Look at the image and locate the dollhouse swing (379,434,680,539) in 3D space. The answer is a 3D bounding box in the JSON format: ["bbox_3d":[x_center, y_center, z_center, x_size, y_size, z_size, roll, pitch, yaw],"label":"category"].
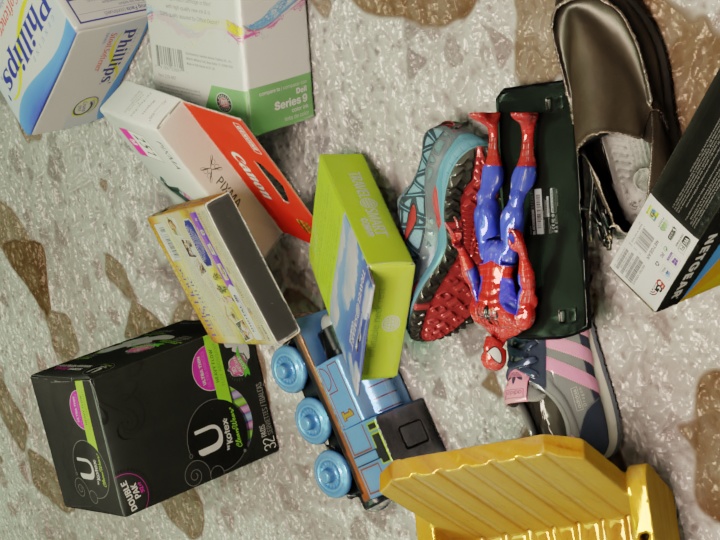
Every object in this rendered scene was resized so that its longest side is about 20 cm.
[{"bbox_3d":[0.127,0.230,1.256,0.200,0.176,0.182,-12,76,25],"label":"dollhouse swing"}]

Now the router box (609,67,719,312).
[{"bbox_3d":[0.261,-0.075,1.051,0.051,0.149,0.200,48,137,26],"label":"router box"}]

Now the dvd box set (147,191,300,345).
[{"bbox_3d":[-0.133,0.002,1.547,0.147,0.029,0.200,63,159,-8],"label":"dvd box set"}]

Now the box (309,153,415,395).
[{"bbox_3d":[0.000,0.000,1.413,0.200,0.048,0.122,-112,24,-52],"label":"box"}]

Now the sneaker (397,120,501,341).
[{"bbox_3d":[0.072,-0.035,1.377,0.096,0.079,0.200,53,138,47],"label":"sneaker"}]

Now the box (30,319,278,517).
[{"bbox_3d":[-0.209,0.147,1.677,0.124,0.200,0.149,-2,104,51],"label":"box"}]

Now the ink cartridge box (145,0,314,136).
[{"bbox_3d":[-0.124,-0.237,1.499,0.145,0.087,0.201,17,121,45],"label":"ink cartridge box"}]

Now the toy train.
[{"bbox_3d":[-0.004,0.123,1.517,0.114,0.087,0.200,-30,79,43],"label":"toy train"}]

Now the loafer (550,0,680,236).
[{"bbox_3d":[0.187,-0.114,1.177,0.073,0.071,0.200,-19,95,34],"label":"loafer"}]

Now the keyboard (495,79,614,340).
[{"bbox_3d":[0.160,-0.047,1.271,0.104,0.040,0.201,-2,92,41],"label":"keyboard"}]

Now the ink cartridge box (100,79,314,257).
[{"bbox_3d":[-0.130,-0.082,1.527,0.173,0.044,0.200,23,158,44],"label":"ink cartridge box"}]

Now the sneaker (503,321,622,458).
[{"bbox_3d":[0.144,0.068,1.309,0.070,0.082,0.200,-23,87,53],"label":"sneaker"}]

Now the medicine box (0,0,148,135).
[{"bbox_3d":[-0.328,-0.279,1.716,0.200,0.103,0.182,57,140,17],"label":"medicine box"}]

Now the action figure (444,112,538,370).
[{"bbox_3d":[0.106,-0.022,1.265,0.065,0.052,0.201,3,96,36],"label":"action figure"}]
